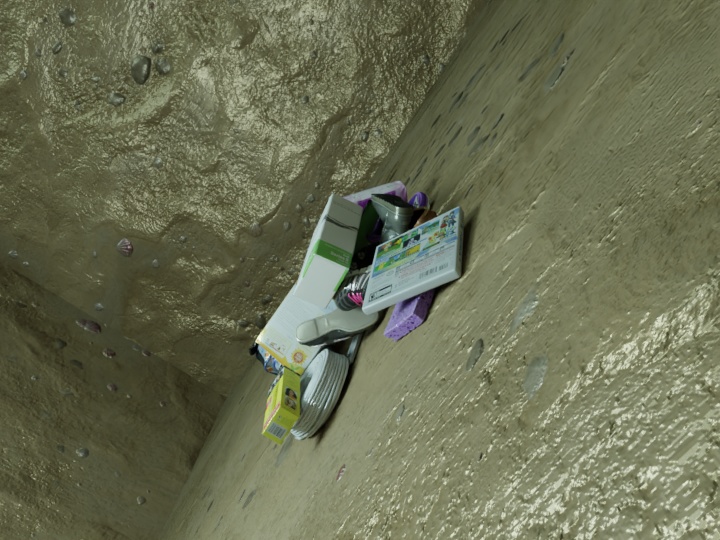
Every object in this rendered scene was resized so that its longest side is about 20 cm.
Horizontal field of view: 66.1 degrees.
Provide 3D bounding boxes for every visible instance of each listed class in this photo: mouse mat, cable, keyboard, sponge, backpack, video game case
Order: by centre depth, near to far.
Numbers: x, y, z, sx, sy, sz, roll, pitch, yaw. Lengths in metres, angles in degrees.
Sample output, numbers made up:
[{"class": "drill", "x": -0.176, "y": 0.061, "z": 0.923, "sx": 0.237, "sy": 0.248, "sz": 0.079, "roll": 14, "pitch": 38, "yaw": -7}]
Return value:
[{"class": "video game case", "x": 0.099, "y": -0.019, "z": 1.018, "sx": 0.198, "sy": 0.022, "sz": 0.184, "roll": -25, "pitch": 31, "yaw": 31}, {"class": "sponge", "x": 0.111, "y": 0.029, "z": 1.039, "sx": 0.112, "sy": 0.030, "sz": 0.202, "roll": -45, "pitch": 15, "yaw": 55}, {"class": "cable", "x": -0.100, "y": 0.269, "z": 1.225, "sx": 0.202, "sy": 0.069, "sz": 0.200, "roll": -64, "pitch": 11, "yaw": -24}, {"class": "keyboard", "x": -0.010, "y": 0.159, "z": 1.310, "sx": 0.056, "sy": 0.011, "sz": 0.201, "roll": -50, "pitch": 12, "yaw": 40}, {"class": "mouse mat", "x": 0.009, "y": -0.091, "z": 1.350, "sx": 0.163, "sy": 0.007, "sz": 0.200, "roll": -68, "pitch": -11, "yaw": 7}, {"class": "backpack", "x": -0.153, "y": 0.192, "z": 1.431, "sx": 0.153, "sy": 0.199, "sz": 0.193, "roll": 25, "pitch": 85, "yaw": 48}]

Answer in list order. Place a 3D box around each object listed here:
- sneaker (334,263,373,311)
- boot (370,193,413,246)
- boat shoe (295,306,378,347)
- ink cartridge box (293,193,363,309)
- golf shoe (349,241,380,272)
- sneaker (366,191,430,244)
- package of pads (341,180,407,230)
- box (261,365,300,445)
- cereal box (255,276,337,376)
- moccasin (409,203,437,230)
[{"class": "sneaker", "x": 0.015, "y": 0.044, "z": 1.138, "sx": 0.198, "sy": 0.074, "sz": 0.088, "roll": -28, "pitch": 34, "yaw": 33}, {"class": "boot", "x": 0.057, "y": -0.059, "z": 1.229, "sx": 0.182, "sy": 0.071, "sz": 0.204, "roll": -124, "pitch": 36, "yaw": -65}, {"class": "boat shoe", "x": -0.050, "y": 0.125, "z": 1.243, "sx": 0.057, "sy": 0.196, "sz": 0.068, "roll": 56, "pitch": -159, "yaw": -59}, {"class": "ink cartridge box", "x": -0.068, "y": -0.044, "z": 1.216, "sx": 0.146, "sy": 0.083, "sz": 0.202, "roll": 122, "pitch": 166, "yaw": -45}, {"class": "golf shoe", "x": 0.000, "y": 0.000, "z": 1.335, "sx": 0.200, "sy": 0.077, "sz": 0.088, "roll": -48, "pitch": 5, "yaw": 23}, {"class": "sneaker", "x": 0.095, "y": -0.128, "z": 1.381, "sx": 0.200, "sy": 0.084, "sz": 0.080, "roll": -47, "pitch": 27, "yaw": -12}, {"class": "package of pads", "x": 0.030, "y": -0.154, "z": 1.471, "sx": 0.197, "sy": 0.123, "sz": 0.076, "roll": -19, "pitch": 26, "yaw": -16}, {"class": "box", "x": -0.165, "y": 0.281, "z": 1.177, "sx": 0.076, "sy": 0.050, "sz": 0.200, "roll": -56, "pitch": 13, "yaw": 9}, {"class": "cereal box", "x": -0.138, "y": 0.132, "z": 1.318, "sx": 0.201, "sy": 0.143, "sz": 0.039, "roll": -53, "pitch": -13, "yaw": 4}, {"class": "moccasin", "x": 0.130, "y": -0.109, "z": 1.238, "sx": 0.074, "sy": 0.077, "sz": 0.202, "roll": -55, "pitch": 10, "yaw": 13}]
